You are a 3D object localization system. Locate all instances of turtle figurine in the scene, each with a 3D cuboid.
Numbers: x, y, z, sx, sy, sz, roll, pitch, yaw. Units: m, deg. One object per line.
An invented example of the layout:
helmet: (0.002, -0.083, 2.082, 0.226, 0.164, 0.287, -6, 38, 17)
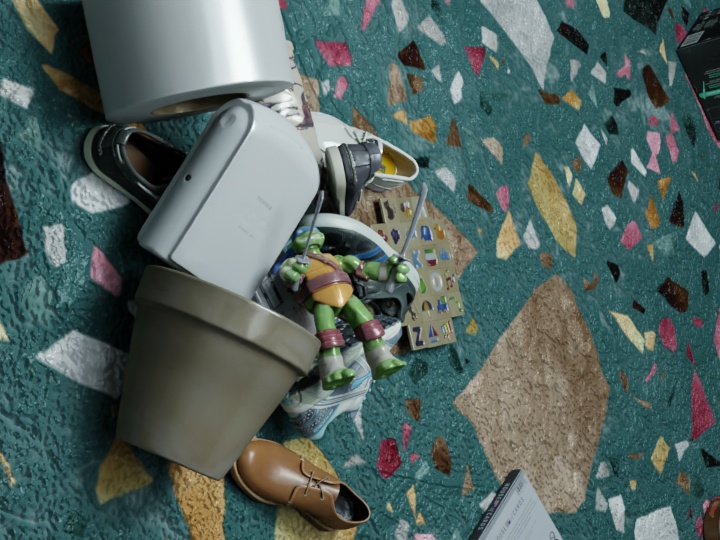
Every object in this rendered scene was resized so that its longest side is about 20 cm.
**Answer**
turtle figurine: (-0.012, 0.019, 1.477, 0.144, 0.199, 0.195, 8, 60, -60)

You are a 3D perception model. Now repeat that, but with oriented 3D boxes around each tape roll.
tape roll: (-0.180, -0.240, 1.401, 0.202, 0.202, 0.140, -12, 91, -48)

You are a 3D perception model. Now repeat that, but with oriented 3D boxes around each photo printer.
photo printer: (-0.131, -0.076, 1.447, 0.200, 0.069, 0.166, -58, 146, -7)

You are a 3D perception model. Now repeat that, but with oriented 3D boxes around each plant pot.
plant pot: (-0.163, 0.113, 1.378, 0.200, 0.200, 0.174, 33, 75, -39)

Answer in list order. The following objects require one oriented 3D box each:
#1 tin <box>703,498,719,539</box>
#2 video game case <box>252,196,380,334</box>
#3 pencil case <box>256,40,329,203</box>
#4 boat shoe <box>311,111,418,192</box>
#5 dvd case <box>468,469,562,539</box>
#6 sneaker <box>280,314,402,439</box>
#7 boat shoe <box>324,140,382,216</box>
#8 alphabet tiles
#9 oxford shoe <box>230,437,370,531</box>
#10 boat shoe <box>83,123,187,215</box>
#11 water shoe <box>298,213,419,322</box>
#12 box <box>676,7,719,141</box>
tin: (0.637, 0.472, 2.278, 0.200, 0.042, 0.112, 58, 42, -22)
video game case: (-0.052, 0.039, 1.619, 0.182, 0.024, 0.201, -42, 112, -44)
pencil case: (-0.099, -0.170, 1.566, 0.089, 0.078, 0.201, -17, 95, -34)
boat shoe: (-0.004, -0.150, 1.672, 0.200, 0.070, 0.071, 25, 65, -43)
dvd case: (0.228, 0.398, 1.853, 0.150, 0.025, 0.200, -50, 118, -40)
sneaker: (-0.020, 0.122, 1.577, 0.200, 0.077, 0.087, -37, 121, -37)
boat shoe: (-0.005, -0.107, 1.580, 0.200, 0.062, 0.073, 96, -21, -81)
alphabet tiles: (0.075, 0.001, 1.761, 0.166, 0.006, 0.201, -8, 84, -52)
oxford shoe: (-0.065, 0.240, 1.531, 0.200, 0.071, 0.072, 33, 61, -37)
boat shoe: (-0.203, -0.095, 1.448, 0.200, 0.067, 0.072, 34, 58, -43)
water shoe: (0.000, 0.000, 1.613, 0.200, 0.071, 0.079, 33, 62, -38)
box: (0.683, -0.362, 2.428, 0.200, 0.124, 0.149, 58, 47, -21)
